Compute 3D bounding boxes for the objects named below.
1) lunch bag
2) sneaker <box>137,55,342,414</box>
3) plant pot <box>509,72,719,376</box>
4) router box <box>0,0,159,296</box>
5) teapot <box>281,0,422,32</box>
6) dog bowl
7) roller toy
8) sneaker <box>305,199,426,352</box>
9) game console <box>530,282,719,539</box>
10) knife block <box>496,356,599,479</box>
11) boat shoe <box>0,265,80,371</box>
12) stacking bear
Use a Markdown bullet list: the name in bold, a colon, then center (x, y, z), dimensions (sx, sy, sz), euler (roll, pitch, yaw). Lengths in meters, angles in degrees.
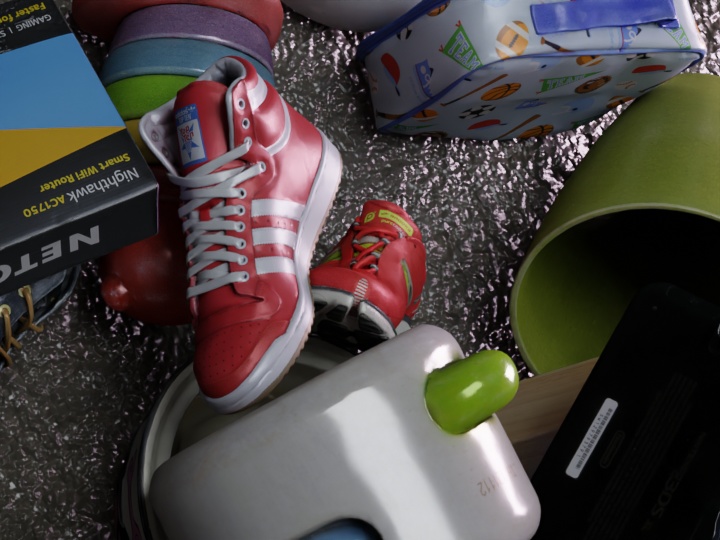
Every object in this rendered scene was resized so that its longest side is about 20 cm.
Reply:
- **lunch bag**: center (0.111, -0.139, 1.745), dimensions (0.200, 0.160, 0.076), euler (-7, 76, -33)
- **sneaker**: center (-0.074, -0.026, 1.505), dimensions (0.113, 0.071, 0.200), euler (48, 37, -35)
- **plant pot**: center (0.201, -0.029, 1.767), dimensions (0.187, 0.187, 0.200), euler (36, 39, -16)
- **router box**: center (-0.226, -0.052, 1.495), dimensions (0.200, 0.051, 0.149), euler (-23, 62, -16)
- **teapot**: center (0.013, -0.254, 1.738), dimensions (0.200, 0.146, 0.198), euler (-29, 88, -36)
- **dog bowl**: center (-0.050, 0.138, 1.587), dimensions (0.200, 0.074, 0.201), euler (12, 66, -28)
- **roller toy**: center (-0.006, 0.126, 1.464), dimensions (0.182, 0.200, 0.140), euler (-27, 88, -23)
- **sneaker**: center (0.000, 0.000, 1.609), dimensions (0.077, 0.200, 0.085), euler (19, 92, 5)
- **game console**: center (0.202, 0.137, 1.603), dimensions (0.200, 0.176, 0.116), euler (-60, 152, -5)
- **knife block**: center (0.193, 0.072, 1.674), dimensions (0.200, 0.176, 0.064), euler (20, 35, -4)
- **boat shoe**: center (-0.201, 0.025, 1.517), dimensions (0.091, 0.071, 0.201), euler (-1, 67, 1)
- **stacking bear**: center (-0.106, -0.065, 1.616), dimensions (0.121, 0.114, 0.201), euler (15, 69, -27)
